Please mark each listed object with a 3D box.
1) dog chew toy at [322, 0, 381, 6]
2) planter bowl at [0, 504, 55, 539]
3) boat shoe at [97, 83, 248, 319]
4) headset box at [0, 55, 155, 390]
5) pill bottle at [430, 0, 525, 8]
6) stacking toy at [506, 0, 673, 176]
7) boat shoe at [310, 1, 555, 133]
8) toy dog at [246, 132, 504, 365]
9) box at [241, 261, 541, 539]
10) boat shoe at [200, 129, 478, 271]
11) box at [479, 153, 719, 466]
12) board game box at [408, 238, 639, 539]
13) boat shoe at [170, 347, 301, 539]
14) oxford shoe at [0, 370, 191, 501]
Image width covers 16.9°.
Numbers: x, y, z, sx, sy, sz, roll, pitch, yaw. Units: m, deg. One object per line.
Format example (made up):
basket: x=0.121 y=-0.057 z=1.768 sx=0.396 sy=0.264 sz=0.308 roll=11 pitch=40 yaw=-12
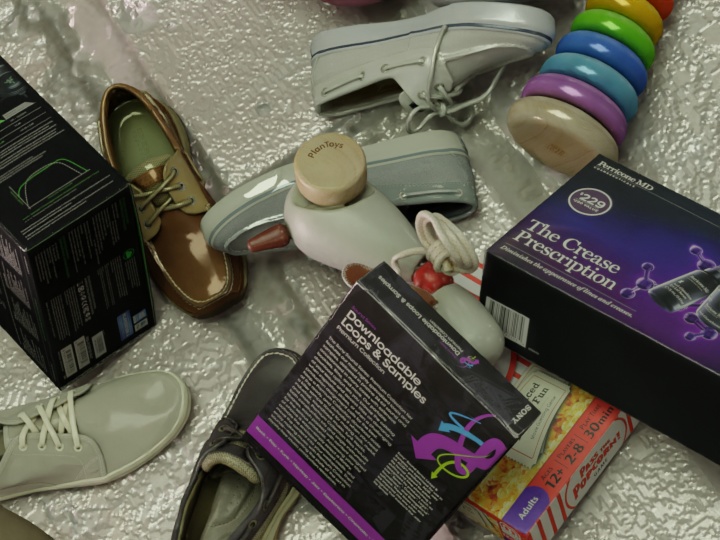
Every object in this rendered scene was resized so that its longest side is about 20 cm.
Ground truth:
dog chew toy: x=-0.045 y=-0.271 z=1.835 sx=0.200 sy=0.125 sz=0.125 roll=17 pitch=73 yaw=33
planter bowl: x=-0.233 y=0.264 z=1.592 sx=0.135 sy=0.200 sz=0.200 roll=26 pitch=75 yaw=-2
boat shoe: x=-0.149 y=-0.055 z=1.793 sx=0.076 sy=0.074 sz=0.200 roll=-31 pitch=61 yaw=3
headset box: x=-0.251 y=-0.045 z=1.758 sx=0.093 sy=0.174 sz=0.200 roll=-35 pitch=59 yaw=-21
pill bottle: x=0.094 y=-0.293 z=1.757 sx=0.112 sy=0.112 sz=0.200 roll=-5 pitch=95 yaw=16
stacking toy: x=0.183 y=-0.168 z=1.735 sx=0.085 sy=0.085 sz=0.200 roll=21 pitch=71 yaw=25
boat shoe: x=0.048 y=-0.139 z=1.759 sx=0.202 sy=0.075 sz=0.086 roll=-5 pitch=72 yaw=29
toy dog: x=0.000 y=0.000 z=1.621 sx=0.096 sy=0.132 sz=0.200 roll=-36 pitch=44 yaw=-12
box: x=0.017 y=0.102 z=1.589 sx=0.143 sy=0.200 sz=0.036 roll=44 pitch=49 yaw=7
boat shoe: x=-0.012 y=-0.040 z=1.733 sx=0.201 sy=0.070 sz=0.072 roll=-17 pitch=65 yaw=-5
box: x=0.199 y=0.022 z=1.609 sx=0.200 sy=0.079 sz=0.141 roll=29 pitch=44 yaw=25
board game box: x=0.082 y=0.084 z=1.663 sx=0.200 sy=0.046 sz=0.152 roll=30 pitch=71 yaw=27
boat shoe: x=-0.082 y=0.142 z=1.689 sx=0.072 sy=0.065 sz=0.200 roll=14 pitch=71 yaw=24
oxford shoe: x=-0.219 y=0.119 z=1.750 sx=0.200 sy=0.058 sz=0.075 roll=-17 pitch=59 yaw=8
